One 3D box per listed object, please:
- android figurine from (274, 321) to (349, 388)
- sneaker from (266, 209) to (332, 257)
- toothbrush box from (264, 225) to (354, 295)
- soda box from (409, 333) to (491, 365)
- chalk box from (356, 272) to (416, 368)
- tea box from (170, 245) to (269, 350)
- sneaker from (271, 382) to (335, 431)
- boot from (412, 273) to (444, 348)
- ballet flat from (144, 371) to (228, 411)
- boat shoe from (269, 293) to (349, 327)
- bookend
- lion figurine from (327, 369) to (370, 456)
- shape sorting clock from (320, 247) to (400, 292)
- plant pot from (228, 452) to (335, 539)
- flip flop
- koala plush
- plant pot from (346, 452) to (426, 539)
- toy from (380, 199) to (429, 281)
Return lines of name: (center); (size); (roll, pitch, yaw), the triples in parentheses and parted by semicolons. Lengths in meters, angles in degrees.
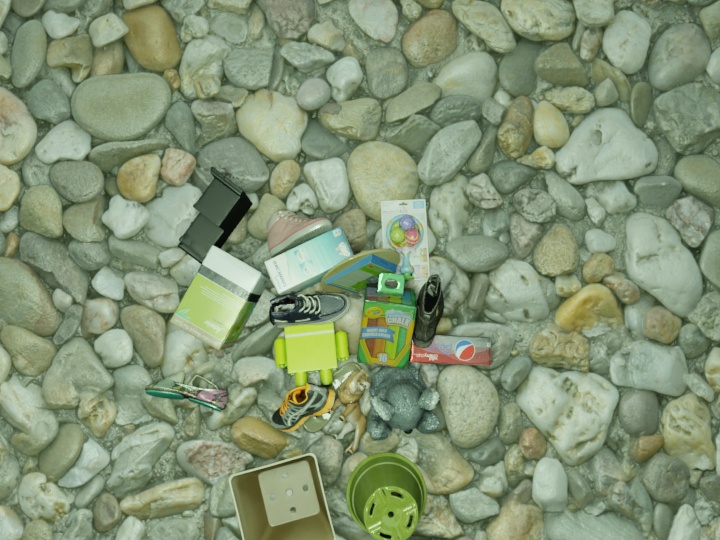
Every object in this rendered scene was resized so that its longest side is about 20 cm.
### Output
android figurine: (-0.120, 0.183, 1.683); (0.179, 0.041, 0.203); (-8, 71, -2)
sneaker: (-0.156, -0.111, 1.667); (0.199, 0.075, 0.106); (-24, 73, 38)
toothbrush box: (-0.116, -0.016, 1.660); (0.198, 0.146, 0.086); (-27, 84, -2)
soda box: (0.215, 0.192, 1.692); (0.197, 0.063, 0.071); (3, 85, 0)
chalk box: (0.063, 0.107, 1.633); (0.123, 0.124, 0.203); (6, 109, 0)
tea box: (-0.320, 0.066, 1.623); (0.132, 0.200, 0.199); (30, 87, 1)
sneaker: (-0.148, 0.313, 1.633); (0.077, 0.079, 0.199); (35, 127, -29)
boot: (0.167, 0.067, 1.619); (0.068, 0.175, 0.202); (9, 52, 5)
ballet flat: (-0.414, 0.285, 1.678); (0.197, 0.069, 0.072); (14, 67, -4)
boat shoe: (-0.123, 0.088, 1.645); (0.197, 0.093, 0.076); (-13, 72, -3)
bookend: (-0.356, -0.119, 1.637); (0.092, 0.199, 0.201); (36, 87, 0)
lion figurine: (-0.019, 0.338, 1.658); (0.072, 0.202, 0.122); (19, 42, 27)
shape sorting clock: (0.000, 0.000, 1.638); (0.197, 0.200, 0.040); (-16, 70, -2)
plant pot: (-0.172, 0.528, 1.601); (0.197, 0.177, 0.203); (-15, 86, -3)
flip flop: (-0.070, 0.304, 1.680); (0.200, 0.058, 0.081); (-44, 88, -4)
koala plush: (0.095, 0.305, 1.612); (0.174, 0.200, 0.187); (-7, 85, -1)
plant pot: (0.065, 0.536, 1.600); (0.197, 0.190, 0.204); (0, 85, -1)
toy: (0.112, -0.077, 1.718); (0.113, 0.047, 0.204); (-2, 86, -3)
